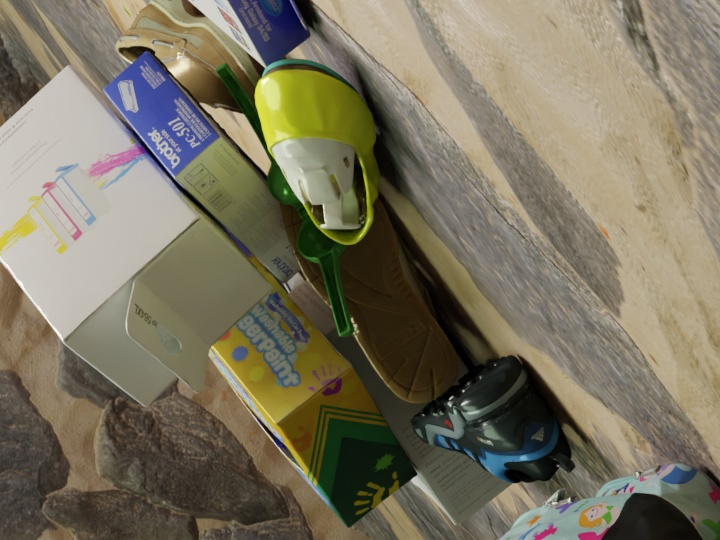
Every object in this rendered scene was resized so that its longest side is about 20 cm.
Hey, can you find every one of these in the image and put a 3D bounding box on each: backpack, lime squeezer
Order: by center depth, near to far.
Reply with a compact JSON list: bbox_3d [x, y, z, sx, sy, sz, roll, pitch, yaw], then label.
[{"bbox_3d":[0.148,0.209,1.262,0.178,0.151,0.200,53,144,-7],"label":"backpack"},{"bbox_3d":[-0.044,-0.043,1.479,0.071,0.038,0.201,-6,-112,-59],"label":"lime squeezer"}]

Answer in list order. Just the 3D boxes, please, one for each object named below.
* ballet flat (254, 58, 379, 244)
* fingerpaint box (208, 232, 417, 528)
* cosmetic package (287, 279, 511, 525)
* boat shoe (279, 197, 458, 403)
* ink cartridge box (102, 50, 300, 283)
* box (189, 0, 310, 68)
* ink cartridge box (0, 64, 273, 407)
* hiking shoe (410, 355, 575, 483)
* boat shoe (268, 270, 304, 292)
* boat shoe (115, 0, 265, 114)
[{"bbox_3d":[-0.021,-0.066,1.380,0.200,0.067,0.067,62,-154,-71],"label":"ballet flat"},{"bbox_3d":[-0.061,0.073,1.661,0.200,0.073,0.167,48,172,37],"label":"fingerpaint box"},{"bbox_3d":[0.037,0.086,1.710,0.200,0.081,0.113,54,173,-21],"label":"cosmetic package"},{"bbox_3d":[0.000,0.000,1.557,0.200,0.074,0.069,63,179,-13],"label":"boat shoe"},{"bbox_3d":[-0.099,-0.069,1.542,0.094,0.044,0.200,50,-179,29],"label":"ink cartridge box"},{"bbox_3d":[-0.102,-0.204,1.357,0.200,0.041,0.119,47,171,49],"label":"box"},{"bbox_3d":[-0.166,-0.015,1.525,0.200,0.125,0.129,48,-179,32],"label":"ink cartridge box"},{"bbox_3d":[0.091,0.117,1.556,0.087,0.074,0.200,53,172,0],"label":"hiking shoe"},{"bbox_3d":[-0.135,-0.042,2.177,0.200,0.068,0.072,55,172,-19],"label":"boat shoe"},{"bbox_3d":[-0.122,-0.144,1.605,0.072,0.076,0.200,58,169,-28],"label":"boat shoe"}]
